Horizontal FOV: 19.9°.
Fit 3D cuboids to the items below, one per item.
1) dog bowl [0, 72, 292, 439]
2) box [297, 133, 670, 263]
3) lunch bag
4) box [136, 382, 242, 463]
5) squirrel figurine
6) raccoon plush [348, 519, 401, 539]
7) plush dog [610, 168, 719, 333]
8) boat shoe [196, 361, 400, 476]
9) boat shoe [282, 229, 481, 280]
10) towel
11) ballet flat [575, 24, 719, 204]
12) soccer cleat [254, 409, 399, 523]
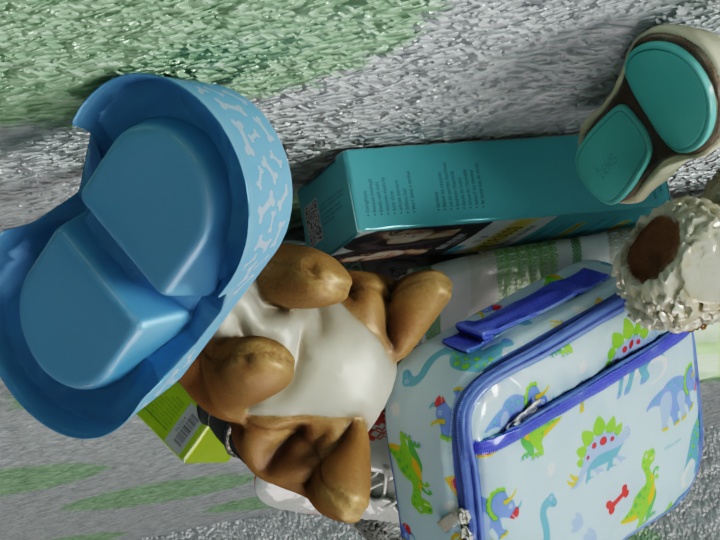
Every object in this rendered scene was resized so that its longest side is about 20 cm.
[{"bbox_3d":[-0.104,-0.008,0.968,0.050,0.111,0.200,-20,154,-52],"label":"dog bowl"},{"bbox_3d":[0.072,-0.042,1.189,0.200,0.049,0.082,-5,168,-22],"label":"box"},{"bbox_3d":[0.107,0.089,1.157,0.200,0.161,0.082,-25,-152,-37],"label":"lunch bag"},{"bbox_3d":[-0.104,0.089,1.534,0.048,0.122,0.200,-54,154,14],"label":"box"},{"bbox_3d":[-0.081,0.025,1.103,0.187,0.142,0.200,27,173,-23],"label":"squirrel figurine"},{"bbox_3d":[0.066,0.109,1.344,0.200,0.097,0.134,-32,-153,4],"label":"raccoon plush"},{"bbox_3d":[0.236,-0.021,1.084,0.200,0.160,0.172,-43,-167,5],"label":"plush dog"},{"bbox_3d":[-0.013,0.065,1.293,0.200,0.072,0.068,-23,-141,-40],"label":"boat shoe"},{"bbox_3d":[0.001,0.001,1.308,0.065,0.074,0.202,-25,166,34],"label":"boat shoe"},{"bbox_3d":[0.128,0.036,1.258,0.200,0.031,0.149,-10,140,-1],"label":"towel"},{"bbox_3d":[0.161,-0.087,1.033,0.069,0.070,0.200,-7,171,-13],"label":"ballet flat"},{"bbox_3d":[0.035,0.126,1.230,0.200,0.085,0.069,-1,130,-29],"label":"soccer cleat"}]
